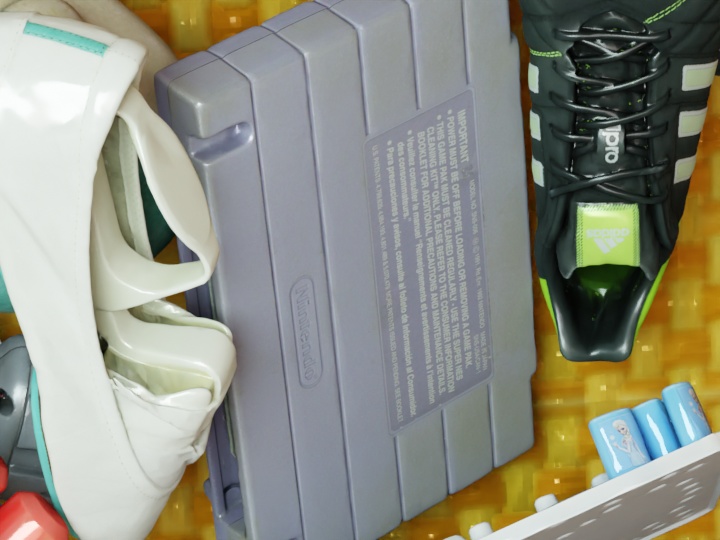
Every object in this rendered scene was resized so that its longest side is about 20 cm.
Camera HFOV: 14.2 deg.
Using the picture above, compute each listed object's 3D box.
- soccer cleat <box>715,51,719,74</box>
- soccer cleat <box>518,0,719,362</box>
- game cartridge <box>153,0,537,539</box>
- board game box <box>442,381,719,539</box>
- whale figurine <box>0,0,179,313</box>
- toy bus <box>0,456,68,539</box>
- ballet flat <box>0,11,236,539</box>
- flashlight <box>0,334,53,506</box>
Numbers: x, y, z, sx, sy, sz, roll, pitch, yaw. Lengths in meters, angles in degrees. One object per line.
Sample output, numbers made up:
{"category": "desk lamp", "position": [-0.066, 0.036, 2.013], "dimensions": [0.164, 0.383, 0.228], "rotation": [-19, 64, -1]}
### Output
{"category": "soccer cleat", "position": [0.094, -0.108, 0.966], "dimensions": [0.199, 0.068, 0.081], "rotation": [2, 116, -5]}
{"category": "soccer cleat", "position": [0.083, -0.048, 0.921], "dimensions": [0.067, 0.081, 0.200], "rotation": [2, 143, 6]}
{"category": "game cartridge", "position": [0.000, 0.000, 0.942], "dimensions": [0.129, 0.038, 0.201], "rotation": [-31, 132, -32]}
{"category": "board game box", "position": [0.024, 0.098, 0.946], "dimensions": [0.199, 0.200, 0.026], "rotation": [-24, 79, 0]}
{"category": "whale figurine", "position": [-0.140, -0.065, 0.907], "dimensions": [0.200, 0.159, 0.104], "rotation": [45, 75, -31]}
{"category": "toy bus", "position": [-0.192, 0.106, 0.869], "dimensions": [0.192, 0.136, 0.200], "rotation": [-45, 109, 5]}
{"category": "ballet flat", "position": [-0.071, 0.012, 0.855], "dimensions": [0.069, 0.070, 0.201], "rotation": [-13, 128, -3]}
{"category": "flashlight", "position": [-0.171, 0.030, 0.928], "dimensions": [0.199, 0.068, 0.068], "rotation": [10, 81, -14]}
